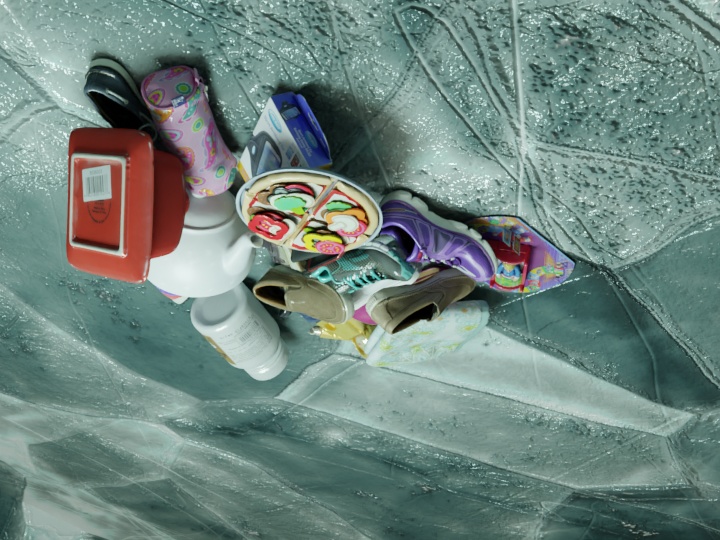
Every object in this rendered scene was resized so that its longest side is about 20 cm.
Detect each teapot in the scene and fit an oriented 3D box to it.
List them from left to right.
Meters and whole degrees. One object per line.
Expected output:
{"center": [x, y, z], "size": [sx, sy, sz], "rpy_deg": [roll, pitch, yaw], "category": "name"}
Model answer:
{"center": [-0.247, -0.069, 1.524], "size": [0.199, 0.198, 0.146], "rpy_deg": [3, 131, -7], "category": "teapot"}

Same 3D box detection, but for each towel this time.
{"center": [0.106, 0.105, 1.693], "size": [0.171, 0.048, 0.200], "rpy_deg": [-7, 158, -17], "category": "towel"}

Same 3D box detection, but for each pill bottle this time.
{"center": [-0.210, 0.111, 1.835], "size": [0.114, 0.115, 0.200], "rpy_deg": [-3, 144, 25], "category": "pill bottle"}

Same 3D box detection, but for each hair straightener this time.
{"center": [-0.043, -0.044, 1.481], "size": [0.077, 0.041, 0.200], "rpy_deg": [26, 155, -31], "category": "hair straightener"}

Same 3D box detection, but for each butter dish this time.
{"center": [-0.302, -0.093, 1.400], "size": [0.200, 0.200, 0.148], "rpy_deg": [9, -170, 43], "category": "butter dish"}

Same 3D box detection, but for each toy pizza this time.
{"center": [-0.070, -0.070, 1.369], "size": [0.200, 0.032, 0.200], "rpy_deg": [6, 150, 3], "category": "toy pizza"}

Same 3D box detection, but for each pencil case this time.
{"center": [-0.231, -0.190, 1.399], "size": [0.087, 0.088, 0.200], "rpy_deg": [5, 146, 15], "category": "pencil case"}

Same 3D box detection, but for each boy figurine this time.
{"center": [-0.044, 0.093, 1.791], "size": [0.200, 0.065, 0.124], "rpy_deg": [32, 142, -21], "category": "boy figurine"}

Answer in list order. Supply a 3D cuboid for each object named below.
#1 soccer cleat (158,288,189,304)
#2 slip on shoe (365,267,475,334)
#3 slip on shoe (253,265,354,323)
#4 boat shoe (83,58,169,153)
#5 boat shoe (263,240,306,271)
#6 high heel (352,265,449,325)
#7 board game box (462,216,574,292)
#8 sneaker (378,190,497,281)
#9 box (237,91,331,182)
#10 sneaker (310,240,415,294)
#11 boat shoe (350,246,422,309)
{"center": [-0.298, -0.002, 1.741], "size": [0.073, 0.068, 0.200], "rpy_deg": [31, 147, -18], "category": "soccer cleat"}
{"center": [0.102, 0.049, 1.529], "size": [0.200, 0.061, 0.076], "rpy_deg": [-10, 142, -38], "category": "slip on shoe"}
{"center": [-0.094, 0.043, 1.646], "size": [0.200, 0.061, 0.076], "rpy_deg": [23, 129, 41], "category": "slip on shoe"}
{"center": [-0.318, -0.207, 1.426], "size": [0.075, 0.062, 0.200], "rpy_deg": [-2, 145, 21], "category": "boat shoe"}
{"center": [-0.131, -0.062, 1.575], "size": [0.065, 0.072, 0.200], "rpy_deg": [0, 152, 13], "category": "boat shoe"}
{"center": [0.060, 0.036, 1.646], "size": [0.200, 0.068, 0.096], "rpy_deg": [-8, 152, 23], "category": "high heel"}
{"center": [0.221, -0.006, 1.550], "size": [0.200, 0.039, 0.158], "rpy_deg": [35, 143, -29], "category": "board game box"}
{"center": [0.105, -0.033, 1.491], "size": [0.200, 0.084, 0.081], "rpy_deg": [29, 149, -6], "category": "sneaker"}
{"center": [-0.104, -0.150, 1.387], "size": [0.041, 0.119, 0.200], "rpy_deg": [-21, 163, -28], "category": "box"}
{"center": [0.000, 0.000, 1.539], "size": [0.078, 0.091, 0.200], "rpy_deg": [36, 168, -39], "category": "sneaker"}
{"center": [0.004, 0.012, 1.630], "size": [0.200, 0.072, 0.068], "rpy_deg": [-17, 141, 40], "category": "boat shoe"}
